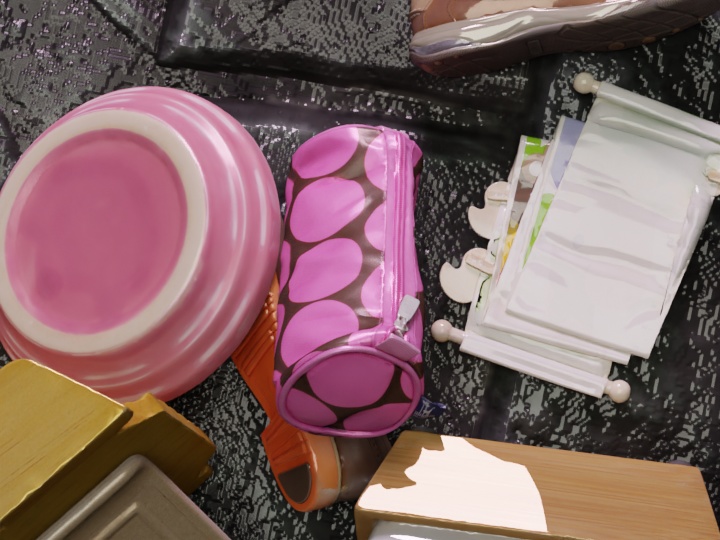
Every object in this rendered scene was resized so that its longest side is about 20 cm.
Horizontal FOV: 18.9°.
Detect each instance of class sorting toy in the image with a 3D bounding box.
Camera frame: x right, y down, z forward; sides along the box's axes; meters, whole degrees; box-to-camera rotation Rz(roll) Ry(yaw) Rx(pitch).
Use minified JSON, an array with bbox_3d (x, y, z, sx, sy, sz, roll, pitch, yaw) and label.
[{"bbox_3d":[-0.144,0.213,1.230,0.185,0.200,0.036,-41,39,-2],"label":"sorting toy"}]

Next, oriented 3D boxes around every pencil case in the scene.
[{"bbox_3d":[0.000,0.000,1.236,0.091,0.094,0.200,17,43,-19],"label":"pencil case"}]

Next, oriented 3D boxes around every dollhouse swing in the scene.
[{"bbox_3d":[-0.217,0.088,1.237,0.182,0.200,0.176,-41,72,-2],"label":"dollhouse swing"}]

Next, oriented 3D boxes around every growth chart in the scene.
[{"bbox_3d":[0.139,-0.022,1.308,0.145,0.018,0.200,27,85,9],"label":"growth chart"}]

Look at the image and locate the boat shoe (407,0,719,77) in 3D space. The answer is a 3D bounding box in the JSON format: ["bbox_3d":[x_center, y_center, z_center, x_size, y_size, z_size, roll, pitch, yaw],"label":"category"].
[{"bbox_3d":[0.124,-0.171,1.306,0.200,0.076,0.072,-9,78,2],"label":"boat shoe"}]

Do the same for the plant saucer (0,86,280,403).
[{"bbox_3d":[-0.146,-0.018,1.287,0.200,0.051,0.201,-7,73,23],"label":"plant saucer"}]

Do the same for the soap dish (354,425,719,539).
[{"bbox_3d":[0.101,0.156,1.221,0.200,0.157,0.081,7,65,6],"label":"soap dish"}]

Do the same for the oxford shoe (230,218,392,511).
[{"bbox_3d":[-0.032,0.046,1.301,0.073,0.071,0.200,-7,71,-28],"label":"oxford shoe"}]
